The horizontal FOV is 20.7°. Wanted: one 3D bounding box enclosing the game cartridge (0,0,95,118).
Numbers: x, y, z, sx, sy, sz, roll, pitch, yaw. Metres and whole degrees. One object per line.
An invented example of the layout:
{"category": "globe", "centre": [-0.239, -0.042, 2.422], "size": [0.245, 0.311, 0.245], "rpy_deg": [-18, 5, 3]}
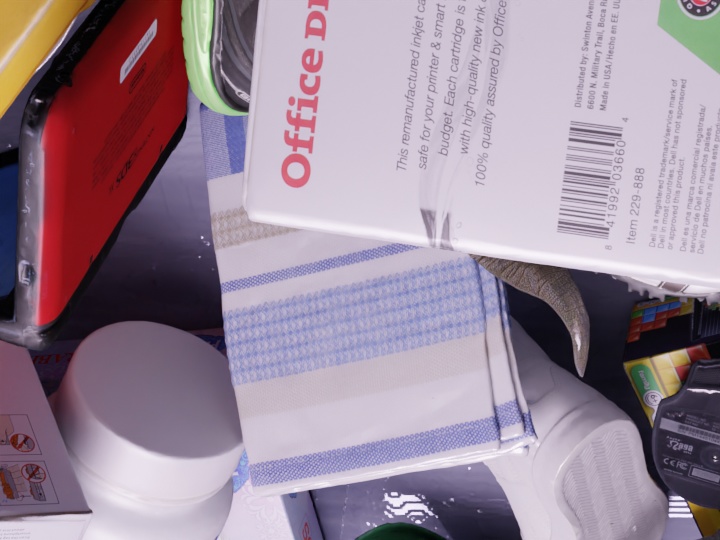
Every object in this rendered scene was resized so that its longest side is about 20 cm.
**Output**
{"category": "game cartridge", "centre": [-0.179, -0.158, 0.847], "size": [0.200, 0.032, 0.177], "rpy_deg": [-47, 66, 20]}

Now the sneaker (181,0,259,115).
{"category": "sneaker", "centre": [-0.039, -0.151, 0.866], "size": [0.083, 0.077, 0.201], "rpy_deg": [8, 141, 12]}

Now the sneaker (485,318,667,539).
{"category": "sneaker", "centre": [0.091, 0.093, 1.001], "size": [0.116, 0.074, 0.200], "rpy_deg": [44, 163, 32]}

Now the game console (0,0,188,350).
{"category": "game console", "centre": [-0.159, -0.057, 0.889], "size": [0.118, 0.200, 0.173], "rpy_deg": [13, 125, 7]}

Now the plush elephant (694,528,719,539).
{"category": "plush elephant", "centre": [0.196, 0.208, 0.929], "size": [0.155, 0.165, 0.200], "rpy_deg": [45, 141, -12]}

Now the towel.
{"category": "towel", "centre": [0.000, 0.000, 0.925], "size": [0.146, 0.024, 0.201], "rpy_deg": [-14, 79, 22]}

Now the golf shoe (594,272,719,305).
{"category": "golf shoe", "centre": [0.188, -0.037, 0.870], "size": [0.199, 0.078, 0.095], "rpy_deg": [0, 138, 18]}

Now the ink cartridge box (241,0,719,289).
{"category": "ink cartridge box", "centre": [0.063, -0.081, 0.785], "size": [0.199, 0.084, 0.147], "rpy_deg": [9, 99, 11]}

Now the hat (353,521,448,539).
{"category": "hat", "centre": [0.098, 0.209, 0.995], "size": [0.175, 0.166, 0.200], "rpy_deg": [-16, 134, 42]}

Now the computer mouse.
{"category": "computer mouse", "centre": [0.173, 0.034, 0.881], "size": [0.058, 0.034, 0.201], "rpy_deg": [18, 135, 9]}

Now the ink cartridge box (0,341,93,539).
{"category": "ink cartridge box", "centre": [-0.220, 0.106, 0.965], "size": [0.083, 0.200, 0.176], "rpy_deg": [2, 130, -32]}

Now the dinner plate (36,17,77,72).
{"category": "dinner plate", "centre": [-0.206, -0.172, 0.908], "size": [0.199, 0.024, 0.202], "rpy_deg": [4, 103, 17]}

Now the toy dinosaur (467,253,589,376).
{"category": "toy dinosaur", "centre": [0.069, -0.054, 0.870], "size": [0.102, 0.077, 0.201], "rpy_deg": [-9, 95, 16]}

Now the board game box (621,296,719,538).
{"category": "board game box", "centre": [0.242, 0.090, 0.967], "size": [0.165, 0.057, 0.201], "rpy_deg": [-16, 117, 25]}

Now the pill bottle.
{"category": "pill bottle", "centre": [-0.131, 0.129, 1.007], "size": [0.113, 0.114, 0.201], "rpy_deg": [26, 125, -3]}

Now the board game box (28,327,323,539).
{"category": "board game box", "centre": [-0.127, 0.129, 1.101], "size": [0.198, 0.041, 0.201], "rpy_deg": [-6, 120, 18]}
